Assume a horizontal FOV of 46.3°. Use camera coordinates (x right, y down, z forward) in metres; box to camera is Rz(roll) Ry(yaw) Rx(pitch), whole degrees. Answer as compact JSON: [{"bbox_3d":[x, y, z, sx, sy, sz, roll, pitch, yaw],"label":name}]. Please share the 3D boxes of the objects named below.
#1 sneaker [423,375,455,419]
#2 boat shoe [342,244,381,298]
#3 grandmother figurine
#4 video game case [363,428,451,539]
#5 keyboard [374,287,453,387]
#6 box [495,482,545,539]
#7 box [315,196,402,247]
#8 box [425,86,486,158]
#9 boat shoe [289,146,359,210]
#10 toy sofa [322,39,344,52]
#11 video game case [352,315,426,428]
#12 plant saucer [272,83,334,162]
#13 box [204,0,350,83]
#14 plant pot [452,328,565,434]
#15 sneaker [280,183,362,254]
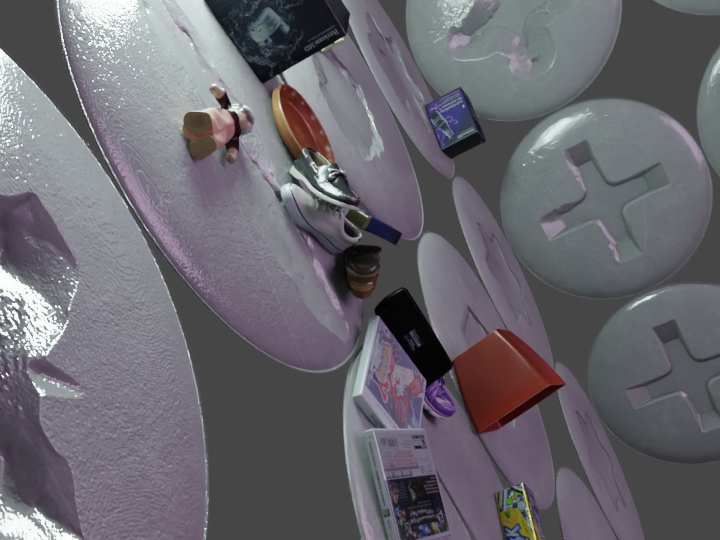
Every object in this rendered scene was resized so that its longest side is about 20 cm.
[{"bbox_3d":[0.138,0.200,1.646,0.200,0.083,0.081,62,19,-9],"label":"sneaker"},{"bbox_3d":[0.000,0.000,1.575,0.200,0.075,0.074,-75,169,-75],"label":"boat shoe"},{"bbox_3d":[-0.215,-0.228,1.307,0.200,0.060,0.122,-53,143,-72],"label":"grandmother figurine"},{"bbox_3d":[0.078,0.346,1.357,0.200,0.023,0.182,19,53,-60],"label":"video game case"},{"bbox_3d":[0.087,0.132,1.591,0.200,0.104,0.040,58,-8,-18],"label":"keyboard"},{"bbox_3d":[0.342,0.553,1.754,0.064,0.070,0.200,46,26,-39],"label":"box"},{"bbox_3d":[0.005,-0.101,1.664,0.121,0.032,0.200,32,4,26],"label":"box"},{"bbox_3d":[0.341,-0.527,3.011,0.104,0.148,0.200,26,41,-61],"label":"box"},{"bbox_3d":[-0.057,-0.164,1.490,0.074,0.060,0.200,18,15,-36],"label":"boat shoe"},{"bbox_3d":[-0.107,-0.631,2.038,0.200,0.097,0.083,39,30,-53],"label":"toy sofa"},{"bbox_3d":[0.056,0.207,1.475,0.182,0.023,0.200,54,28,-28],"label":"video game case"},{"bbox_3d":[-0.115,-0.270,1.656,0.200,0.032,0.200,53,22,-32],"label":"plant saucer"},{"bbox_3d":[-0.154,-0.499,1.587,0.200,0.196,0.118,53,22,-29],"label":"box"},{"bbox_3d":[0.329,0.245,1.952,0.176,0.200,0.200,58,16,19],"label":"plant pot"},{"bbox_3d":[-0.067,-0.102,1.505,0.200,0.071,0.073,40,30,-50],"label":"sneaker"}]
